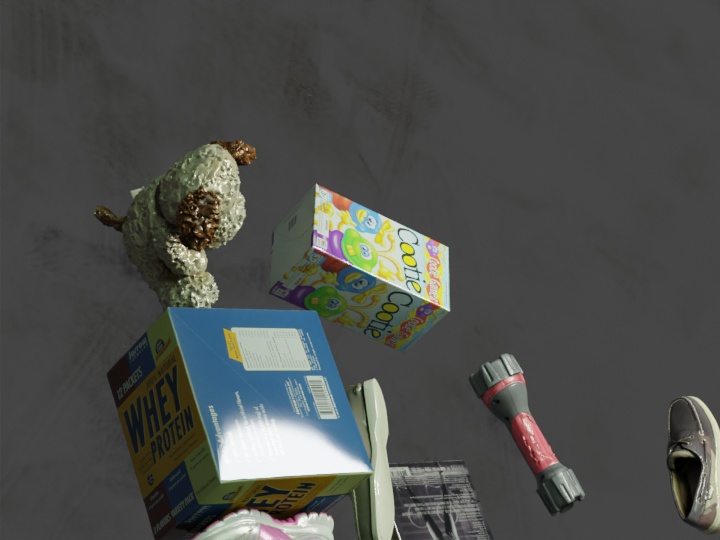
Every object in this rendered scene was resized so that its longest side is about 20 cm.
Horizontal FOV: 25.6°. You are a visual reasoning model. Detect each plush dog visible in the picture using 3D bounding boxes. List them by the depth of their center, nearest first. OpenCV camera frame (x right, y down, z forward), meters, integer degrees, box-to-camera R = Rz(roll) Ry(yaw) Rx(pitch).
[{"bbox_3d":[-0.192,-0.071,1.750,0.159,0.172,0.201,32,42,-16],"label":"plush dog"}]

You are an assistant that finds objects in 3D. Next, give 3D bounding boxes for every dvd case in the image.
[{"bbox_3d":[0.097,0.313,1.813,0.147,0.016,0.202,4,55,-41],"label":"dvd case"}]

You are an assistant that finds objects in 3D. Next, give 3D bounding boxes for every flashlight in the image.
[{"bbox_3d":[0.209,0.204,1.966,0.067,0.068,0.201,-10,64,-47],"label":"flashlight"}]

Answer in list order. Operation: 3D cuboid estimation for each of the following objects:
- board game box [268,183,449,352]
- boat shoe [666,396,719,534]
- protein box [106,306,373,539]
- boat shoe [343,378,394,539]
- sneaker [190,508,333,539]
[{"bbox_3d":[0.000,0.000,1.919,0.198,0.105,0.104,24,45,-24],"label":"board game box"},{"bbox_3d":[0.446,0.256,2.136,0.064,0.072,0.202,21,51,-34],"label":"boat shoe"},{"bbox_3d":[-0.126,0.157,1.646,0.198,0.135,0.200,2,56,-41],"label":"protein box"},{"bbox_3d":[0.000,0.219,1.770,0.072,0.059,0.204,63,19,-54],"label":"boat shoe"},{"bbox_3d":[-0.096,0.297,1.599,0.198,0.081,0.089,5,53,-39],"label":"sneaker"}]
